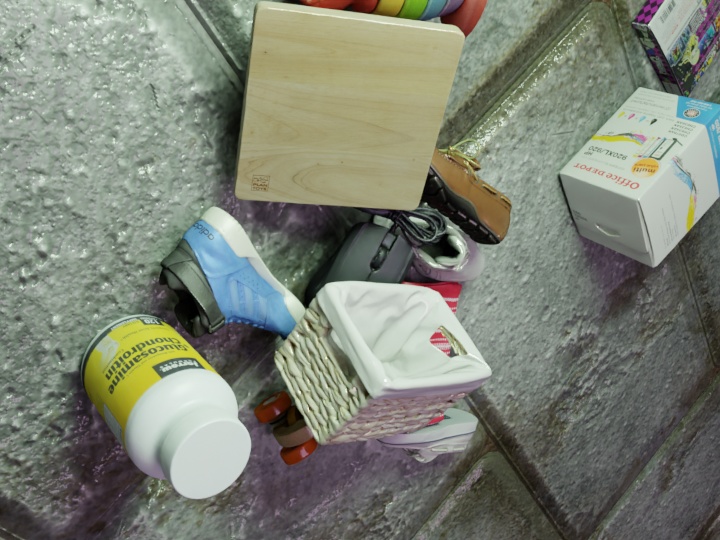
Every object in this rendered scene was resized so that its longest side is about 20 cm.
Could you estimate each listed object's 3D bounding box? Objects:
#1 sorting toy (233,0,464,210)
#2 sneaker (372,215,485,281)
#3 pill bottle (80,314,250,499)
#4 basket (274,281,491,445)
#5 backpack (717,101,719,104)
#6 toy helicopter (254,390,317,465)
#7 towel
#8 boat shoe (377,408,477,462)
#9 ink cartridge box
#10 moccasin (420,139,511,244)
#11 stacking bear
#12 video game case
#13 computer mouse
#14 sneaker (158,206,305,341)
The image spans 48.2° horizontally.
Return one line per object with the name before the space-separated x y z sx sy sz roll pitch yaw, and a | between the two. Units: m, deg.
sorting toy | -0.020 -0.168 0.810 0.198 0.070 0.200 3 127 -15
sneaker | 0.105 -0.022 1.016 0.199 0.099 0.079 23 96 -43
pill bottle | -0.189 0.131 0.784 0.111 0.199 0.113 -18 122 -32
basket | 0.023 0.103 0.884 0.199 0.136 0.124 4 136 -49
backpack | 0.715 -0.253 1.375 0.200 0.154 0.191 -42 141 -19
toy helicopter | -0.025 0.149 0.989 0.200 0.132 0.079 -37 99 -41
towel | 0.081 0.113 1.067 0.144 0.022 0.203 3 96 -54
boat shoe | 0.091 0.241 1.158 0.199 0.072 0.066 3 105 -48
ink cartridge box | 0.422 -0.140 1.184 0.200 0.147 0.145 -45 132 -13
moccasin | 0.112 -0.109 0.947 0.201 0.073 0.078 33 72 -28
stacking bear | 0.023 -0.301 0.811 0.198 0.114 0.123 -11 81 -22
video game case | 0.501 -0.390 1.203 0.181 0.036 0.201 36 86 -43
computer mouse | 0.000 0.000 0.929 0.137 0.053 0.201 24 116 -15
sneaker | -0.137 0.041 0.864 0.111 0.076 0.201 -47 128 -19
